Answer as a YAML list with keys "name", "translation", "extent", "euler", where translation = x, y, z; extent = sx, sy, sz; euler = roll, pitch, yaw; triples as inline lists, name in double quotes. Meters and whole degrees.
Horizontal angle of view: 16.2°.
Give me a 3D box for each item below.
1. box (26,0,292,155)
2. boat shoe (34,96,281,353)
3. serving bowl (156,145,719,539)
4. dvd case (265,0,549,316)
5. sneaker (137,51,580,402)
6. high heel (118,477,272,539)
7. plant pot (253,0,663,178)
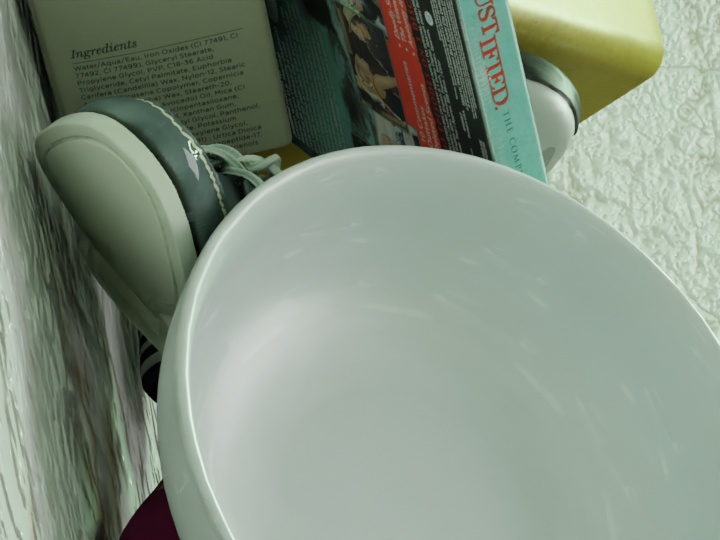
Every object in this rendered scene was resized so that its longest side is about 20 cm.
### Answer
- name: "box"
  translation: [-0.080, -0.129, 0.843]
  extent: [0.068, 0.082, 0.200]
  euler: [-103, -177, -50]
- name: "boat shoe"
  translation: [-0.056, -0.021, 0.816]
  extent: [0.073, 0.062, 0.200]
  euler: [47, -11, 12]
- name: "serving bowl"
  translation: [0.025, 0.063, 0.754]
  extent: [0.066, 0.200, 0.201]
  euler: [-48, -135, 49]
- name: "dvd case"
  translation: [0.000, -0.084, 0.872]
  extent: [0.200, 0.022, 0.146]
  euler: [36, -32, 53]
- name: "sneaker"
  translation: [0.000, 0.000, 0.965]
  extent: [0.076, 0.200, 0.116]
  euler: [49, 24, -33]
- name: "high heel"
  translation: [-0.036, 0.047, 0.817]
  extent: [0.200, 0.067, 0.096]
  euler: [-38, 128, -75]
- name: "plant pot"
  translation: [0.015, -0.134, 1.096]
  extent: [0.176, 0.200, 0.201]
  euler: [11, 58, -42]
